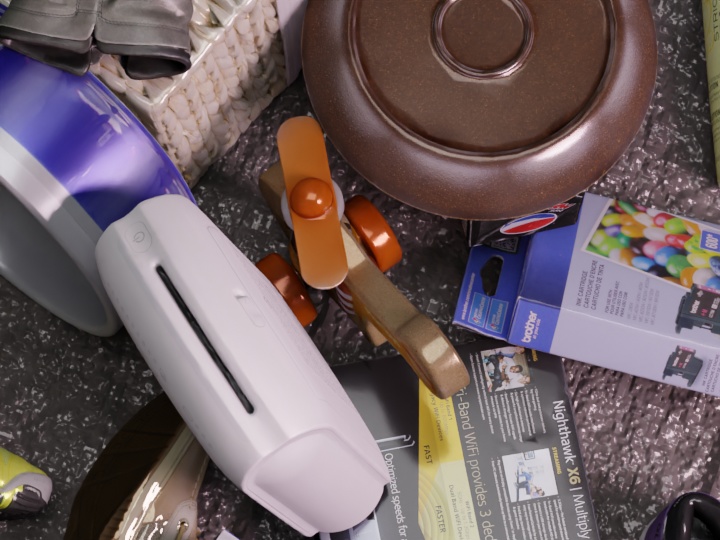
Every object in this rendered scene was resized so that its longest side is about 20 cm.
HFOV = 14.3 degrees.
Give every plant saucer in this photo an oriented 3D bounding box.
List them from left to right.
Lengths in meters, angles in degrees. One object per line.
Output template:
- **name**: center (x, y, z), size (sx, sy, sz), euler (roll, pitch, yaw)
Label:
- **plant saucer**: center (0.067, -0.128, 1.581), size (0.199, 0.032, 0.201), euler (1, 73, -2)

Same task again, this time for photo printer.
- **photo printer**: center (-0.063, 0.051, 1.515), size (0.069, 0.200, 0.167), euler (-34, 72, 2)

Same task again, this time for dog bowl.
- **dog bowl**: center (-0.185, -0.059, 1.593), size (0.200, 0.200, 0.079), euler (39, 74, 9)

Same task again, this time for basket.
- **basket**: center (-0.116, -0.142, 1.625), size (0.135, 0.200, 0.124), euler (36, 82, 9)

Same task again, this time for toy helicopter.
- **toy helicopter**: center (0.000, 0.000, 1.584), size (0.079, 0.133, 0.200), euler (-33, 43, -10)

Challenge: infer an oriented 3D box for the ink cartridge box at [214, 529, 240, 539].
- **ink cartridge box**: center (-0.114, 0.242, 1.560), size (0.044, 0.094, 0.200), euler (33, 75, 8)

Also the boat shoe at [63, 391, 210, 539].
- **boat shoe**: center (-0.125, 0.154, 1.606), size (0.065, 0.072, 0.201), euler (41, 60, -27)

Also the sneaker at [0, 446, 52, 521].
- **sneaker**: center (-0.264, 0.083, 1.614), size (0.199, 0.075, 0.077), euler (21, 74, 3)

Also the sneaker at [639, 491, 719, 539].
- **sneaker**: center (0.200, 0.221, 1.578), size (0.075, 0.088, 0.201), euler (-16, 75, -6)

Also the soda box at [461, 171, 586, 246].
- **soda box**: center (0.071, -0.120, 1.627), size (0.070, 0.063, 0.201), euler (-12, 75, -5)

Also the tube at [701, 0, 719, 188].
- **tube**: center (0.225, -0.148, 1.703), size (0.058, 0.052, 0.201), euler (-12, 76, 33)

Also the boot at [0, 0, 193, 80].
- **boot**: center (-0.171, -0.178, 1.502), size (0.199, 0.068, 0.131), euler (14, 79, 11)

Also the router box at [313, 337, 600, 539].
- **router box**: center (0.052, 0.144, 1.615), size (0.156, 0.052, 0.201), euler (-9, 74, -5)

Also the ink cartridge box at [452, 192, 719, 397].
- **ink cartridge box**: center (0.159, 0.010, 1.636), size (0.199, 0.042, 0.120), euler (12, 37, 4)
